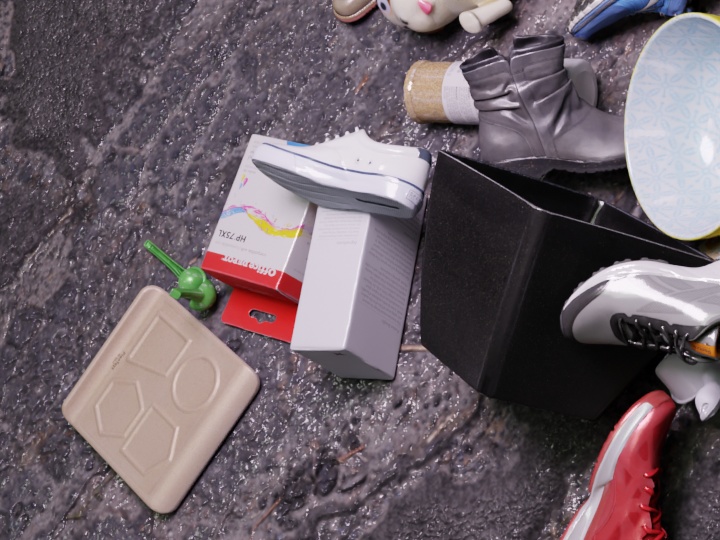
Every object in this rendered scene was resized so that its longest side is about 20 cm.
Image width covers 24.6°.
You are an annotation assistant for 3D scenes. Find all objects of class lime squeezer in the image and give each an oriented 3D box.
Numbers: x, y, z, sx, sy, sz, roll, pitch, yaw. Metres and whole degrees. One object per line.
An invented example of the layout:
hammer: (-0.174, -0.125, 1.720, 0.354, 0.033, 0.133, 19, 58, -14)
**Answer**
lime squeezer: (-0.198, 0.015, 1.838, 0.200, 0.070, 0.038, -131, 57, -67)

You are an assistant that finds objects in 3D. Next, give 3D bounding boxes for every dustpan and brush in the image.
dustpan and brush: (0.297, 0.076, 1.403, 0.057, 0.200, 0.140, 42, 117, 8)

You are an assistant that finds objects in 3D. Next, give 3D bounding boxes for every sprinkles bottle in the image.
sprinkles bottle: (0.141, -0.181, 1.686, 0.198, 0.068, 0.069, 5, 73, 35)

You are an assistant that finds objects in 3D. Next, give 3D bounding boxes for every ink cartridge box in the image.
ink cartridge box: (-0.093, -0.035, 1.783, 0.115, 0.067, 0.202, 13, 79, 37)

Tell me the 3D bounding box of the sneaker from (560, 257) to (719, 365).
sneaker: (0.256, 0.038, 1.348, 0.198, 0.074, 0.080, -6, 47, 25)

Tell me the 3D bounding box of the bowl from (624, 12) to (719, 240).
bowl: (0.333, -0.128, 1.476, 0.200, 0.106, 0.203, 178, 90, -66)

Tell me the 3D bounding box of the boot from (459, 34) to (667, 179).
boot: (0.199, -0.162, 1.572, 0.197, 0.070, 0.133, -10, 107, 4)

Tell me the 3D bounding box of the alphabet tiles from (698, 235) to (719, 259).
alphabet tiles: (0.369, -0.055, 1.435, 0.166, 0.006, 0.200, -42, 11, 13)

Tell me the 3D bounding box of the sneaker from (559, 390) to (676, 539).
sneaker: (0.255, 0.214, 1.442, 0.115, 0.078, 0.202, 32, 108, 29)

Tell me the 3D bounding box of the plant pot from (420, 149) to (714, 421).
plant pot: (0.162, 0.021, 1.491, 0.199, 0.198, 0.179, 37, 109, 59)

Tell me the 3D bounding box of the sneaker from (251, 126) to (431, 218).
sneaker: (-0.015, -0.104, 1.639, 0.198, 0.073, 0.071, 16, 70, 28)

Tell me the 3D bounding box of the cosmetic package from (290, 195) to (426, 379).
cosmetic package: (0.000, 0.000, 1.684, 0.071, 0.101, 0.202, -1, 69, 34)

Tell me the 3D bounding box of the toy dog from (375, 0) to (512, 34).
toy dog: (0.100, -0.333, 1.738, 0.199, 0.139, 0.195, -35, 42, 16)

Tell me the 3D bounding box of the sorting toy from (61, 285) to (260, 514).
sorting toy: (-0.219, 0.141, 1.818, 0.199, 0.036, 0.186, 37, 93, 34)

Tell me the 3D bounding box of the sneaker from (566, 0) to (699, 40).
sneaker: (0.285, -0.272, 1.619, 0.199, 0.089, 0.079, -28, 28, 46)

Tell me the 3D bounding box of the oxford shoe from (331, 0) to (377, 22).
oxford shoe: (0.016, -0.376, 1.848, 0.070, 0.075, 0.202, 27, 87, 37)
